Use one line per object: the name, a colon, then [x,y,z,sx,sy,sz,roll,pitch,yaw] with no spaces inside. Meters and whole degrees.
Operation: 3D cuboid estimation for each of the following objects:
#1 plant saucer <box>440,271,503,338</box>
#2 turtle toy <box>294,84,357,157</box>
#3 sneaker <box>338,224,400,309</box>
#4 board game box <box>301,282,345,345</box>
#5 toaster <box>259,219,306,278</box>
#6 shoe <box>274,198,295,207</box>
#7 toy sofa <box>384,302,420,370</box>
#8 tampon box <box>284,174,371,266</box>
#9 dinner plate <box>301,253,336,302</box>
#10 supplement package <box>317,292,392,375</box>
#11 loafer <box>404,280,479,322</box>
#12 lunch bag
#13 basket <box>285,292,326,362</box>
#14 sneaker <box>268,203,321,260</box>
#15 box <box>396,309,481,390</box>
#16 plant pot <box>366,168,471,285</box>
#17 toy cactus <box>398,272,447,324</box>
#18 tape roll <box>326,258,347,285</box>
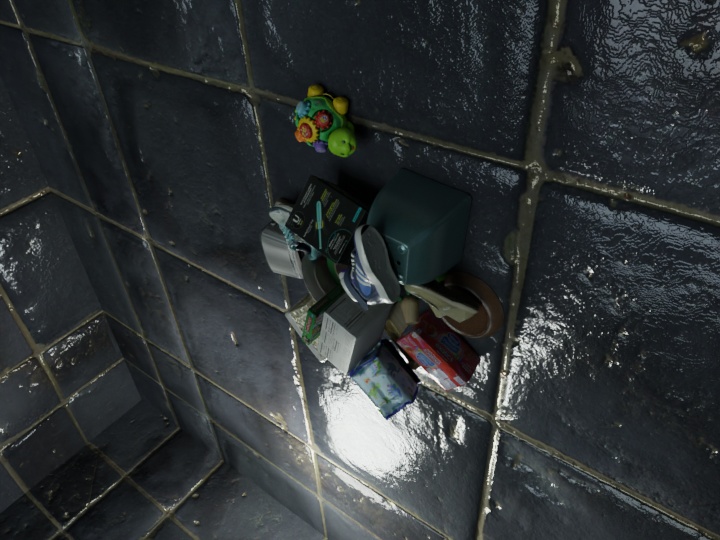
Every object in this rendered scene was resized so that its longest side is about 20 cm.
plant saucer: [0.264,0.096,1.461,0.200,0.034,0.201,26,137,26]
turtle toy: [-0.084,-0.340,1.375,0.200,0.101,0.146,32,139,21]
sneaker: [-0.007,-0.007,1.273,0.146,0.081,0.201,-1,127,40]
board game box: [-0.071,0.095,1.515,0.029,0.200,0.135,37,141,17]
toaster: [-0.211,-0.057,1.732,0.129,0.114,0.201,18,137,31]
shoe: [-0.180,-0.157,1.664,0.199,0.053,0.070,18,133,34]
toy sofa: [0.123,0.176,1.642,0.200,0.097,0.083,53,166,-6]
tampon box: [-0.059,-0.121,1.450,0.200,0.126,0.150,36,103,30]
dinner plate: [-0.092,0.032,1.633,0.024,0.200,0.201,-31,99,28]
supplement package: [-0.016,0.150,1.530,0.111,0.156,0.200,38,146,17]
loafer: [0.185,0.072,1.369,0.199,0.076,0.068,25,114,-12]
lunch bag: [0.079,0.292,1.625,0.127,0.200,0.170,-38,91,17]
basket: [-0.112,0.162,1.804,0.200,0.136,0.123,53,140,-5]
sneaker: [-0.180,-0.106,1.605,0.200,0.086,0.078,35,150,3]
box: [0.210,0.215,1.549,0.200,0.096,0.100,44,144,-3]
plant pot: [0.111,-0.081,1.324,0.196,0.200,0.196,26,136,26]
toy cactus: [0.118,0.052,1.441,0.199,0.166,0.102,-3,163,-1]
tape roll: [0.000,0.000,1.568,0.200,0.048,0.201,26,137,27]
